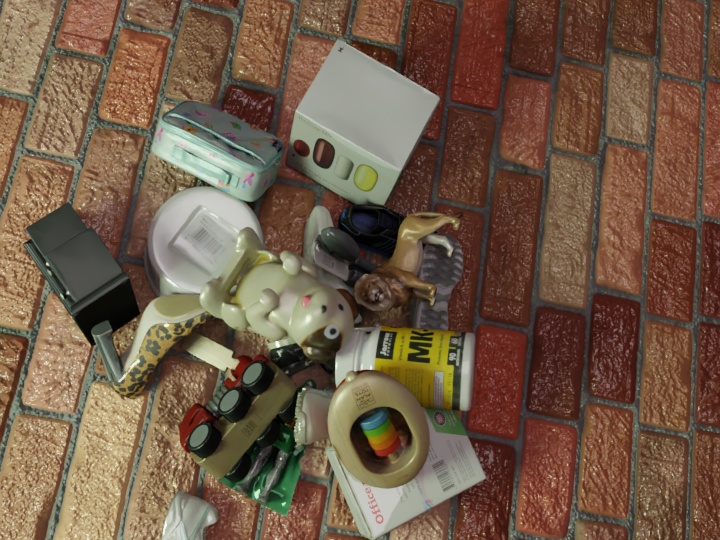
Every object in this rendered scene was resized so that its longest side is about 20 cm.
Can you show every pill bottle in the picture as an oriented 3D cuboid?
[{"bbox_3d":[0.068,0.141,1.286,0.197,0.114,0.116,3,72,9],"label":"pill bottle"}]

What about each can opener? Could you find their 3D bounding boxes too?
[{"bbox_3d":[0.000,0.000,1.379,0.199,0.066,0.053,33,54,-39],"label":"can opener"}]

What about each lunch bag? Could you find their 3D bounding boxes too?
[{"bbox_3d":[-0.221,-0.192,1.392,0.198,0.161,0.078,25,114,2],"label":"lunch bag"}]

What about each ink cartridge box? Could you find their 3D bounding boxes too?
[{"bbox_3d":[0.065,0.293,1.322,0.198,0.088,0.147,-24,83,-18],"label":"ink cartridge box"}]

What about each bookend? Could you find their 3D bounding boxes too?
[{"bbox_3d":[-0.422,-0.014,1.284,0.092,0.200,0.200,-34,82,-18],"label":"bookend"}]

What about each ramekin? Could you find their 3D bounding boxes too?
[{"bbox_3d":[-0.243,-0.032,1.374,0.197,0.098,0.204,3,73,-9],"label":"ramekin"}]

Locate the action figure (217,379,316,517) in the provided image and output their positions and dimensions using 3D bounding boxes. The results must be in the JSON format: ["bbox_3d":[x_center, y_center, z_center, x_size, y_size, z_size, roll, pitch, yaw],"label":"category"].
[{"bbox_3d":[-0.119,0.254,1.337,0.117,0.055,0.202,27,67,2],"label":"action figure"}]

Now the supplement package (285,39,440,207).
[{"bbox_3d":[-0.002,-0.223,1.418,0.189,0.200,0.148,29,71,0],"label":"supplement package"}]

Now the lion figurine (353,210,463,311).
[{"bbox_3d":[0.075,-0.021,1.351,0.121,0.073,0.202,20,73,12],"label":"lion figurine"}]

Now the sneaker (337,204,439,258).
[{"bbox_3d":[0.059,-0.060,1.444,0.197,0.078,0.071,12,70,-6],"label":"sneaker"}]

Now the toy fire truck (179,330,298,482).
[{"bbox_3d":[-0.212,0.187,1.315,0.177,0.199,0.129,-49,124,-9],"label":"toy fire truck"}]

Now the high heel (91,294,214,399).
[{"bbox_3d":[-0.289,0.115,1.312,0.197,0.144,0.072,-16,38,-10],"label":"high heel"}]

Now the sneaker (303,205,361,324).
[{"bbox_3d":[-0.040,-0.005,1.424,0.087,0.075,0.203,-2,79,-23],"label":"sneaker"}]

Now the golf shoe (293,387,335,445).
[{"bbox_3d":[-0.035,0.208,1.281,0.096,0.200,0.080,1,92,17],"label":"golf shoe"}]

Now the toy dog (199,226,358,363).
[{"bbox_3d":[-0.104,0.058,1.261,0.198,0.195,0.140,18,54,30],"label":"toy dog"}]

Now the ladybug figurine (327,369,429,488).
[{"bbox_3d":[0.022,0.213,1.218,0.134,0.072,0.202,-23,118,-2],"label":"ladybug figurine"}]

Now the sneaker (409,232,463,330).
[{"bbox_3d":[0.109,0.034,1.415,0.074,0.082,0.203,21,70,-14],"label":"sneaker"}]

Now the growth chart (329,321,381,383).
[{"bbox_3d":[0.051,0.193,1.400,0.144,0.018,0.200,-40,84,-18],"label":"growth chart"}]

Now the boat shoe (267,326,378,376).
[{"bbox_3d":[-0.043,0.127,1.377,0.197,0.072,0.069,-10,82,-6],"label":"boat shoe"}]

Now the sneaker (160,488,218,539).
[{"bbox_3d":[-0.262,0.422,1.251,0.079,0.070,0.203,20,71,-6],"label":"sneaker"}]
